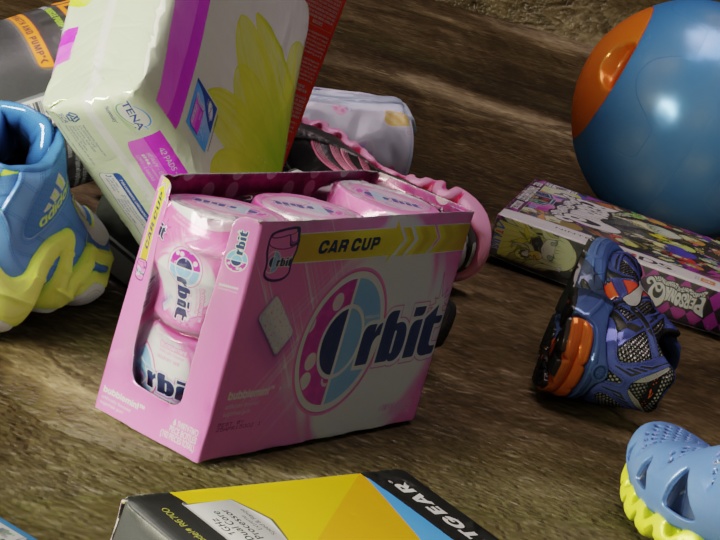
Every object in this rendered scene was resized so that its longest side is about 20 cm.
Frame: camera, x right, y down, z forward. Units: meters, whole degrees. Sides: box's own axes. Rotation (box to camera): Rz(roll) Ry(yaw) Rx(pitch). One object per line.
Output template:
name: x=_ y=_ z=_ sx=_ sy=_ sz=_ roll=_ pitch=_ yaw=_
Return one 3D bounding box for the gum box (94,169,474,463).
gum box: x=-0.035 y=0.017 z=1.014 sx=0.066 sy=0.115 sz=0.199 roll=24 pitch=15 yaw=29

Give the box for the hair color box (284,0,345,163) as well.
hair color box: x=-0.084 y=-0.132 z=1.361 sx=0.101 sy=0.202 sz=0.061 roll=23 pitch=3 yaw=26

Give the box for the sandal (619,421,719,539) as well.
sandal: x=0.191 y=0.108 z=0.982 sx=0.079 sy=0.088 sz=0.200 roll=7 pitch=14 yaw=-29

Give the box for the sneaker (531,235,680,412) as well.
sneaker: x=0.152 y=0.040 z=1.275 sx=0.078 sy=0.076 sz=0.200 roll=26 pitch=22 yaw=2

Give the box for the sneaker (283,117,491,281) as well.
sneaker: x=-0.017 y=-0.040 z=1.385 sx=0.198 sy=0.080 sz=0.095 roll=19 pitch=25 yaw=17

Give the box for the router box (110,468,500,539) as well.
router box: x=0.028 y=0.139 z=0.700 sx=0.199 sy=0.051 sz=0.148 roll=33 pitch=21 yaw=35

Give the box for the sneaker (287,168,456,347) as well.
sneaker: x=0.000 y=0.000 z=1.246 sx=0.090 sy=0.067 sz=0.200 roll=14 pitch=17 yaw=-23

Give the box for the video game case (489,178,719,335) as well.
video game case: x=0.196 y=-0.013 z=1.592 sx=0.180 sy=0.036 sz=0.200 roll=20 pitch=13 yaw=9

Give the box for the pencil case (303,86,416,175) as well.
pencil case: x=-0.061 y=-0.099 z=1.509 sx=0.198 sy=0.092 sz=0.083 roll=12 pitch=14 yaw=-23

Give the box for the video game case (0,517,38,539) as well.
video game case: x=-0.184 y=0.094 z=0.729 sx=0.199 sy=0.018 sz=0.143 roll=24 pitch=15 yaw=31

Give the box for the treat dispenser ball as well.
treat dispenser ball: x=0.276 y=-0.126 z=1.786 sx=0.199 sy=0.203 sz=0.201 roll=15 pitch=13 yaw=-4

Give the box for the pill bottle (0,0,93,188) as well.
pill bottle: x=-0.147 y=-0.113 z=1.257 sx=0.198 sy=0.107 sz=0.106 roll=-21 pitch=28 yaw=-20

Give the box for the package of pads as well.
package of pads: x=-0.090 y=-0.114 z=1.118 sx=0.068 sy=0.201 sz=0.155 roll=-7 pitch=-38 yaw=21

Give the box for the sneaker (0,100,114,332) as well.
sneaker: x=-0.163 y=-0.035 z=1.090 sx=0.075 sy=0.106 sz=0.200 roll=17 pitch=14 yaw=3

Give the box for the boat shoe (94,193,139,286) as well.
boat shoe: x=-0.091 y=-0.007 z=1.170 sx=0.068 sy=0.057 sz=0.199 roll=5 pitch=17 yaw=-40
